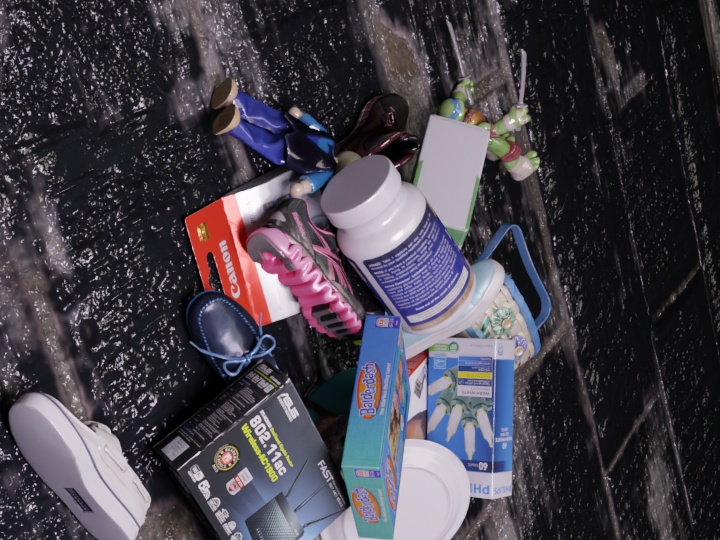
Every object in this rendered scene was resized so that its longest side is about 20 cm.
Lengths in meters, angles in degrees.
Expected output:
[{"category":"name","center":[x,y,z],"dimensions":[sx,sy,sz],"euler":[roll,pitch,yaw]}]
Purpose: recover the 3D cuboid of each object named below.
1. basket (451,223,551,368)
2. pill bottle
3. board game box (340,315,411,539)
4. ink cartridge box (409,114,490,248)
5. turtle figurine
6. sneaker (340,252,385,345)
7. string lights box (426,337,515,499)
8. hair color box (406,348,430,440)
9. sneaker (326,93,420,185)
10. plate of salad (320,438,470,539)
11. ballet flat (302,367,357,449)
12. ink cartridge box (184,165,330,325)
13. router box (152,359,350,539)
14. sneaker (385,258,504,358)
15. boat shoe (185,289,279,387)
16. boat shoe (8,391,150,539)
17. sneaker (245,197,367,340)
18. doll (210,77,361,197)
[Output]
[{"category":"basket","center":[0.195,0.058,1.631],"dimensions":[0.200,0.138,0.177],"euler":[-51,127,-30]},{"category":"pill bottle","center":[0.043,-0.030,1.312],"dimensions":[0.201,0.115,0.116],"euler":[53,48,-34]},{"category":"board game box","center":[0.021,0.176,1.282],"dimensions":[0.153,0.044,0.201],"euler":[80,14,-48]},{"category":"ink cartridge box","center":[0.099,-0.084,1.473],"dimensions":[0.200,0.083,0.146],"euler":[103,2,-68]},{"category":"turtle figurine","center":[0.200,-0.233,1.658],"dimensions":[0.194,0.143,0.202],"euler":[38,62,-50]},{"category":"sneaker","center":[0.000,0.000,1.447],"dimensions":[0.083,0.071,0.202],"euler":[111,-10,-55]},{"category":"string lights box","center":[0.143,0.189,1.479],"dimensions":[0.059,0.102,0.203],"euler":[8,82,-56]},{"category":"hair color box","center":[0.063,0.180,1.508],"dimensions":[0.200,0.063,0.112],"euler":[-42,122,-45]},{"category":"sneaker","center":[0.042,-0.168,1.453],"dimensions":[0.076,0.115,0.200],"euler":[59,45,-25]},{"category":"plate of salad","center":[0.041,0.291,1.416],"dimensions":[0.198,0.048,0.202],"euler":[-7,116,-14]},{"category":"ballet flat","center":[-0.051,0.187,1.363],"dimensions":[0.200,0.075,0.064],"euler":[-37,147,-44]},{"category":"ink cartridge box","center":[-0.104,-0.021,1.304],"dimensions":[0.200,0.047,0.162],"euler":[-36,116,-51]},{"category":"router box","center":[-0.108,0.219,1.210],"dimensions":[0.149,0.062,0.201],"euler":[-39,125,-20]},{"category":"sneaker","center":[0.091,0.042,1.460],"dimensions":[0.082,0.199,0.074],"euler":[42,18,-38]},{"category":"boat shoe","center":[-0.116,0.103,1.242],"dimensions":[0.084,0.069,0.201],"euler":[-42,124,-10]},{"category":"boat shoe","center":[-0.255,0.176,1.067],"dimensions":[0.201,0.071,0.066],"euler":[61,39,-32]},{"category":"sneaker","center":[-0.043,-0.002,1.302],"dimensions":[0.200,0.078,0.096],"euler":[52,49,-32]},{"category":"doll","center":[-0.078,-0.143,1.298],"dimensions":[0.199,0.048,0.138],"euler":[22,45,-36]}]
